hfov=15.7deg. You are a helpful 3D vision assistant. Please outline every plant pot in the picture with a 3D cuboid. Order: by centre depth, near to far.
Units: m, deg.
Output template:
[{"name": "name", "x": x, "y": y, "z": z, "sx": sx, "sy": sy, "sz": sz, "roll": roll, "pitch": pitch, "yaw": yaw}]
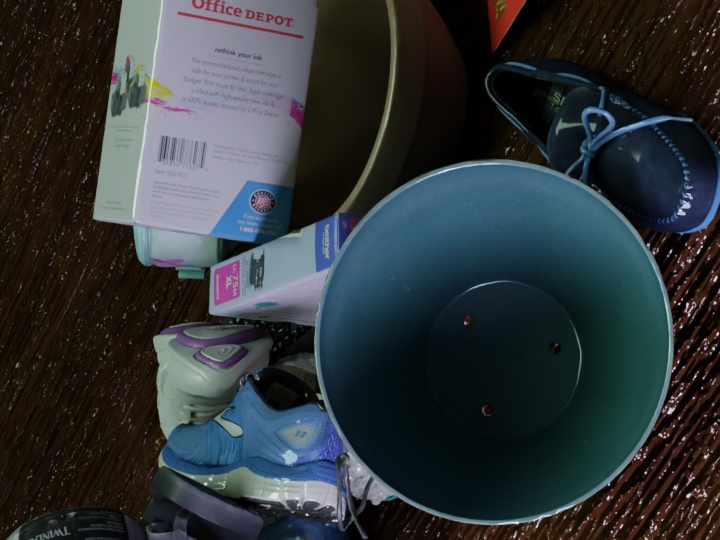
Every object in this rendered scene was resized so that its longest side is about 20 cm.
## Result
[{"name": "plant pot", "x": 0.080, "y": 0.047, "z": 1.504, "sx": 0.135, "sy": 0.198, "sz": 0.202, "roll": 47, "pitch": -133, "yaw": -81}, {"name": "plant pot", "x": 0.008, "y": -0.113, "z": 1.727, "sx": 0.200, "sy": 0.092, "sz": 0.203, "roll": -23, "pitch": 63, "yaw": 57}]

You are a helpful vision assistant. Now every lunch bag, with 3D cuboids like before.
[{"name": "lunch bag", "x": -0.117, "y": -0.080, "z": 1.856, "sx": 0.200, "sy": 0.076, "sz": 0.162, "roll": -51, "pitch": -33, "yaw": -81}]

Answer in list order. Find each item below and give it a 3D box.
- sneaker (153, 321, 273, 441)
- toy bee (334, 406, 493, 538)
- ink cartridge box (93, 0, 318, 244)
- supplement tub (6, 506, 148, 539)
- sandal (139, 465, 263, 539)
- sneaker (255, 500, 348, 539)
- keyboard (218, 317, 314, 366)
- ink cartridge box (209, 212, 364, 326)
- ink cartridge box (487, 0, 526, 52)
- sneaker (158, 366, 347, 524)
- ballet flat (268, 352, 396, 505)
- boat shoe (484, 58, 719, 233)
[{"name": "sneaker", "x": -0.101, "y": 0.087, "z": 1.821, "sx": 0.200, "sy": 0.074, "sz": 0.101, "roll": 178, "pitch": 90, "yaw": -81}, {"name": "toy bee", "x": 0.045, "y": 0.093, "z": 1.624, "sx": 0.131, "sy": 0.108, "sz": 0.201, "roll": 79, "pitch": -171, "yaw": -52}, {"name": "ink cartridge box", "x": -0.098, "y": -0.124, "z": 1.706, "sx": 0.068, "sy": 0.114, "sz": 0.202, "roll": 7, "pitch": 88, "yaw": 59}, {"name": "supplement tub", "x": -0.200, "y": 0.288, "z": 1.952, "sx": 0.123, "sy": 0.122, "sz": 0.201, "roll": -52, "pitch": 41, "yaw": 40}, {"name": "sandal", "x": -0.108, "y": 0.170, "z": 1.696, "sx": 0.043, "sy": 0.076, "sz": 0.200, "roll": -63, "pitch": 0, "yaw": -15}, {"name": "sneaker", "x": -0.074, "y": 0.213, "z": 1.803, "sx": 0.200, "sy": 0.078, "sz": 0.091, "roll": -38, "pitch": 55, "yaw": 50}, {"name": "keyboard", "x": -0.077, "y": 0.031, "z": 1.887, "sx": 0.200, "sy": 0.039, "sz": 0.105, "roll": -40, "pitch": 50, "yaw": 47}, {"name": "ink cartridge box", "x": 0.000, "y": 0.000, "z": 1.684, "sx": 0.200, "sy": 0.119, "sz": 0.042, "roll": -17, "pitch": 70, "yaw": 57}, {"name": "ink cartridge box", "x": 0.078, "y": -0.263, "z": 1.649, "sx": 0.160, "sy": 0.047, "sz": 0.202, "roll": 121, "pitch": 147, "yaw": -61}, {"name": "sneaker", "x": -0.061, "y": 0.111, "z": 1.698, "sx": 0.199, "sy": 0.078, "sz": 0.090, "roll": 0, "pitch": 71, "yaw": 57}, {"name": "ballet flat", "x": -0.028, "y": 0.092, "z": 1.761, "sx": 0.200, "sy": 0.071, "sz": 0.072, "roll": 30, "pitch": 108, "yaw": 56}, {"name": "boat shoe", "x": 0.134, "y": -0.070, "z": 1.524, "sx": 0.200, "sy": 0.068, "sz": 0.085, "roll": 31, "pitch": 110, "yaw": 57}]
